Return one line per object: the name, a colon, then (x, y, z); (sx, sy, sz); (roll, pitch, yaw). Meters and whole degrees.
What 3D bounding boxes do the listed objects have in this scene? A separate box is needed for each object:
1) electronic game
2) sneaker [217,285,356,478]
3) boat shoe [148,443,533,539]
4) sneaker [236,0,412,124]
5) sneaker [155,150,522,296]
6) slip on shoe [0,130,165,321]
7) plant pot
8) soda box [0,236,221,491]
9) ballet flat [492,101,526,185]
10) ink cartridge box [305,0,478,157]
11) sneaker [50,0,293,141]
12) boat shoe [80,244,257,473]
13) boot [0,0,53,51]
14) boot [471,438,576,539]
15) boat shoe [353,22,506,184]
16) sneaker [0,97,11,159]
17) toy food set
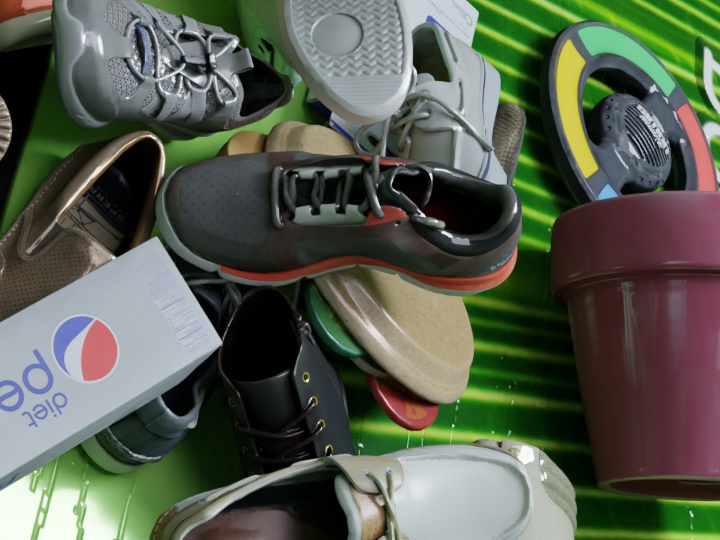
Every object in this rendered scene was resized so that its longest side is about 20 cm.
electronic game: (0.205, -0.097, 1.449); (0.199, 0.041, 0.201); (26, 51, -36)
sneaker: (-0.037, 0.113, 1.006); (0.106, 0.074, 0.201); (65, 9, -59)
boat shoe: (-0.004, 0.127, 0.941); (0.198, 0.068, 0.075); (-12, 80, -13)
sneaker: (-0.021, -0.137, 1.146); (0.073, 0.119, 0.201); (-20, 54, -12)
sneaker: (-0.007, -0.039, 1.009); (0.198, 0.082, 0.078); (3, 65, -10)
slip on shoe: (-0.152, 0.003, 0.986); (0.076, 0.060, 0.201); (46, 42, -19)
plant pot: (0.223, 0.057, 1.277); (0.199, 0.199, 0.181); (16, 73, -41)
soda box: (-0.164, 0.063, 0.887); (0.199, 0.068, 0.064); (-31, 86, -34)
ballet flat: (0.075, -0.059, 1.252); (0.046, 0.068, 0.200); (17, 32, -2)
ink cartridge box: (0.020, -0.129, 1.269); (0.099, 0.039, 0.201); (40, 42, -26)
sneaker: (-0.101, -0.115, 1.033); (0.200, 0.081, 0.075); (1, 83, -70)
boat shoe: (-0.085, 0.029, 1.042); (0.073, 0.062, 0.200); (47, 41, -15)
boot: (-0.148, -0.179, 1.096); (0.199, 0.075, 0.108); (-18, 88, -45)
boot: (0.067, 0.171, 1.119); (0.199, 0.072, 0.156); (27, 51, -42)
boat shoe: (0.040, -0.090, 1.167); (0.086, 0.074, 0.203); (41, 34, -25)
sneaker: (-0.260, -0.024, 0.890); (0.199, 0.108, 0.071); (-26, 90, -21)
toy food set: (0.000, 0.000, 1.126); (0.199, 0.048, 0.200); (59, 18, 7)
